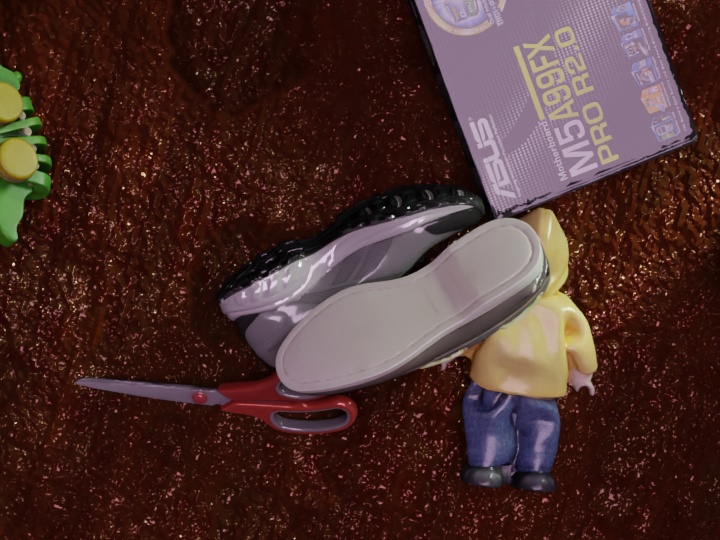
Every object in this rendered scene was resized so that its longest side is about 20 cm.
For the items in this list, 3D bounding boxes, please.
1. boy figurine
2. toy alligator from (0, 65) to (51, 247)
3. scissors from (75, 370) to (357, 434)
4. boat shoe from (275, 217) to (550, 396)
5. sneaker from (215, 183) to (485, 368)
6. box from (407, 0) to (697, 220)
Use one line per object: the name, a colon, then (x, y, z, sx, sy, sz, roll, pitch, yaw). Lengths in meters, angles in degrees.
boy figurine: (0.108, 0.055, 1.427, 0.123, 0.064, 0.202, 3, 93, -4)
toy alligator: (-0.253, -0.115, 1.399, 0.054, 0.059, 0.201, -8, 76, -38)
scissors: (-0.102, 0.096, 1.434, 0.198, 0.014, 0.073, -6, 134, 12)
boat shoe: (0.039, 0.036, 1.370, 0.201, 0.060, 0.072, -28, 60, 6)
sneaker: (0.000, 0.000, 1.418, 0.199, 0.074, 0.080, -27, 104, 4)
box: (0.132, -0.157, 1.425, 0.159, 0.044, 0.201, -21, 95, -3)
